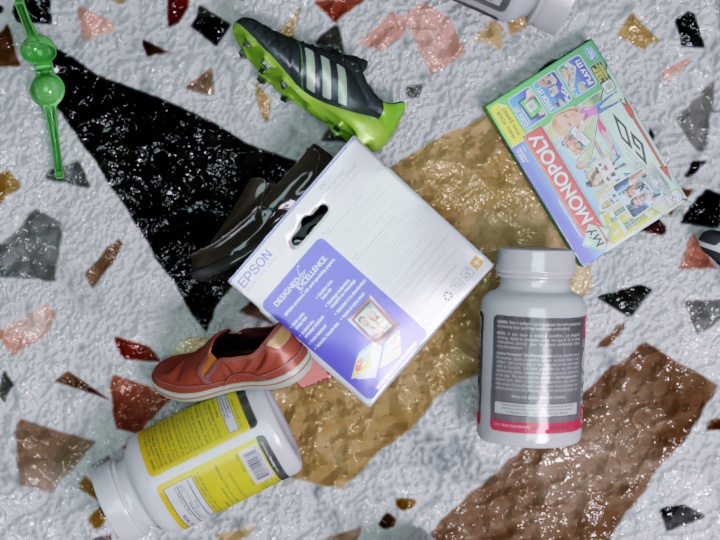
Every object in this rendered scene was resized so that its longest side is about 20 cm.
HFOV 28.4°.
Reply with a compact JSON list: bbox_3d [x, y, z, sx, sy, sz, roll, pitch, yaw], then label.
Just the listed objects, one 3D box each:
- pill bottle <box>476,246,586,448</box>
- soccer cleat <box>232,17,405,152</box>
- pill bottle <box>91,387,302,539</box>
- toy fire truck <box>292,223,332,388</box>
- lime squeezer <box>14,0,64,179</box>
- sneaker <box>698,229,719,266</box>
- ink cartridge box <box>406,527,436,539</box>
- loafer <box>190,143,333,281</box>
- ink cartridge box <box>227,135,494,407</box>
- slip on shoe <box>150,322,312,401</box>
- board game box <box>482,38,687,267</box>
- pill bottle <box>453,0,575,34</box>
[{"bbox_3d":[0.178,0.077,1.476,0.110,0.111,0.201,2,94,-2],"label":"pill bottle"},{"bbox_3d":[-0.044,-0.204,1.479,0.200,0.068,0.081,39,74,-5],"label":"soccer cleat"},{"bbox_3d":[-0.170,0.199,1.469,0.199,0.112,0.113,-26,94,-1],"label":"pill bottle"},{"bbox_3d":[-0.017,0.015,1.495,0.200,0.049,0.141,-35,95,-1],"label":"toy fire truck"},{"bbox_3d":[-0.324,-0.197,1.465,0.038,0.071,0.201,-16,125,-17],"label":"lime squeezer"},{"bbox_3d":[0.431,0.036,1.502,0.200,0.072,0.083,35,101,1],"label":"sneaker"},{"bbox_3d":[0.058,0.398,1.475,0.145,0.145,0.200,39,91,-4],"label":"ink cartridge box"},{"bbox_3d":[-0.101,-0.061,1.483,0.200,0.073,0.071,-35,85,-5],"label":"loafer"},{"bbox_3d":[0.000,0.000,1.449,0.200,0.043,0.198,42,88,-12],"label":"ink cartridge box"},{"bbox_3d":[-0.139,0.089,1.448,0.199,0.074,0.061,-10,120,37],"label":"slip on shoe"},{"bbox_3d":[0.238,-0.124,1.507,0.134,0.029,0.201,-33,94,-1],"label":"board game box"},{"bbox_3d":[0.128,-0.323,1.447,0.199,0.114,0.114,23,92,-4],"label":"pill bottle"}]
